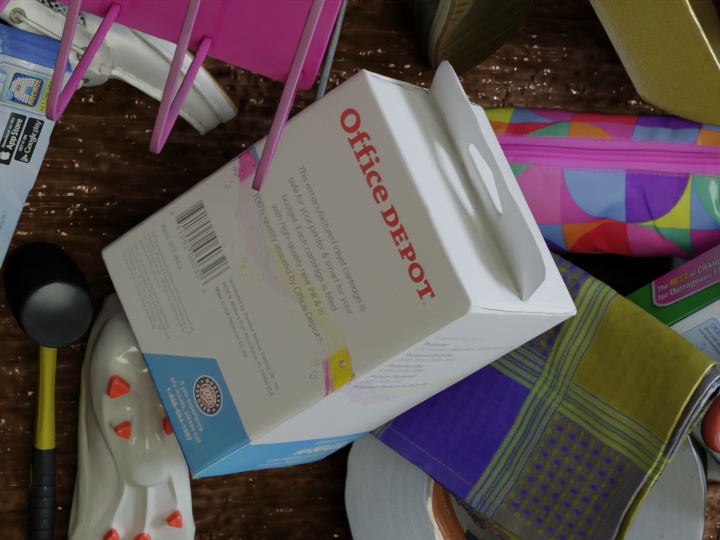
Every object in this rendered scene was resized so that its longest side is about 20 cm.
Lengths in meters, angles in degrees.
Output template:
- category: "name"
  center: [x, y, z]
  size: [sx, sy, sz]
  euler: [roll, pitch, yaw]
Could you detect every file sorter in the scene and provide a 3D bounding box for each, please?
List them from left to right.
- category: "file sorter"
  center: [-0.105, -0.140, 0.732]
  size: [0.200, 0.126, 0.139]
  euler: [19, 128, -3]

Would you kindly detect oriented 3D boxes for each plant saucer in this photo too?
- category: "plant saucer"
  center: [0.138, -0.184, 0.924]
  size: [0.048, 0.200, 0.200]
  euler: [-24, 113, 17]

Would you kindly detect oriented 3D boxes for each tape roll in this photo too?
- category: "tape roll"
  center: [0.094, 0.118, 0.967]
  size: [0.200, 0.066, 0.201]
  euler: [2, 102, 11]

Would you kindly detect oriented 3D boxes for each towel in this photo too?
- category: "towel"
  center: [0.077, 0.059, 0.888]
  size: [0.023, 0.200, 0.144]
  euler: [1, 121, -59]

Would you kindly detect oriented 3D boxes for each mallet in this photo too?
- category: "mallet"
  center: [-0.165, 0.088, 0.906]
  size: [0.041, 0.066, 0.201]
  euler: [-2, 103, -19]

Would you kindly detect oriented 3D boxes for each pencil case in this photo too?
- category: "pencil case"
  center: [0.121, -0.048, 0.931]
  size: [0.199, 0.088, 0.089]
  euler: [4, 103, 16]

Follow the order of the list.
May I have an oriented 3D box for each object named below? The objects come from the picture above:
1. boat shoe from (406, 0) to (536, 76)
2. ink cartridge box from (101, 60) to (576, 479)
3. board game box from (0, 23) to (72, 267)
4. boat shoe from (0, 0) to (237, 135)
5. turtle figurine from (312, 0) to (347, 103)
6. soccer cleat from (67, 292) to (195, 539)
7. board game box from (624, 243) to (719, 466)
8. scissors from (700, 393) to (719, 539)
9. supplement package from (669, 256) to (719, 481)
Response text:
- category: "boat shoe"
  center: [0.052, -0.169, 0.895]
  size: [0.073, 0.200, 0.065]
  euler: [-34, 73, -13]
- category: "ink cartridge box"
  center: [0.000, 0.000, 0.850]
  size: [0.200, 0.125, 0.129]
  euler: [-31, 73, 25]
- category: "board game box"
  center: [-0.264, -0.042, 0.817]
  size: [0.199, 0.043, 0.200]
  euler: [14, 115, -25]
- category: "boat shoe"
  center: [-0.155, -0.121, 0.866]
  size: [0.200, 0.071, 0.069]
  euler: [36, 87, -16]
- category: "turtle figurine"
  center: [-0.043, -0.221, 0.885]
  size: [0.144, 0.200, 0.194]
  euler: [23, 68, 3]
- category: "soccer cleat"
  center: [-0.125, 0.106, 0.930]
  size: [0.069, 0.078, 0.200]
  euler: [0, 121, -17]
- category: "board game box"
  center: [0.255, 0.030, 0.883]
  size: [0.200, 0.040, 0.153]
  euler: [-31, 120, 22]
- category: "scissors"
  center: [0.207, 0.108, 0.900]
  size: [0.073, 0.014, 0.200]
  euler: [-36, 142, -19]
- category: "supplement package"
  center: [0.243, 0.019, 1.010]
  size: [0.117, 0.117, 0.201]
  euler: [8, 101, 16]
